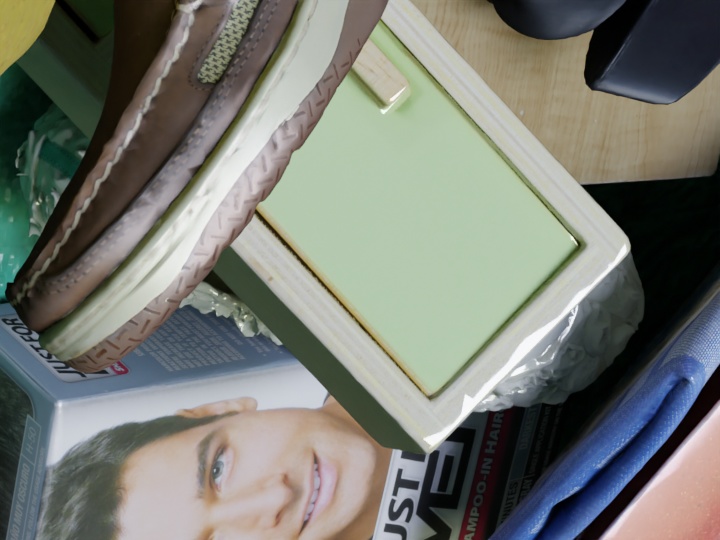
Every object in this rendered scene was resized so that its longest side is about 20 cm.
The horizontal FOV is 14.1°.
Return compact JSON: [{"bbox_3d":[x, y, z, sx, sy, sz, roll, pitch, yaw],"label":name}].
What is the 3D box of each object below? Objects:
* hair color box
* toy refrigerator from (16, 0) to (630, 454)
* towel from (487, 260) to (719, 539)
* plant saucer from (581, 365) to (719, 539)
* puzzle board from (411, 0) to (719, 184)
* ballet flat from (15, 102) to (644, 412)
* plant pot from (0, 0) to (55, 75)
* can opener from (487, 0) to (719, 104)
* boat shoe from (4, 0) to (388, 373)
[{"bbox_3d":[-0.030,0.055,0.886,0.199,0.061,0.099,-8,122,-37],"label":"hair color box"},{"bbox_3d":[-0.030,-0.052,0.730,0.076,0.070,0.200,-44,96,-9],"label":"toy refrigerator"},{"bbox_3d":[0.112,0.015,0.892,0.200,0.024,0.147,-45,174,-43],"label":"towel"},{"bbox_3d":[0.132,0.043,0.949,0.200,0.037,0.200,-48,176,-4],"label":"plant saucer"},{"bbox_3d":[0.065,-0.122,0.817,0.150,0.017,0.201,-5,108,-45],"label":"puzzle board"},{"bbox_3d":[0.000,0.000,0.815,0.199,0.072,0.072,14,108,-23],"label":"ballet flat"},{"bbox_3d":[-0.146,-0.125,0.586,0.200,0.194,0.196,6,112,-54],"label":"plant pot"},{"bbox_3d":[0.089,-0.137,0.736,0.078,0.063,0.201,12,120,-25],"label":"can opener"},{"bbox_3d":[-0.032,-0.075,0.661,0.075,0.075,0.203,35,71,-10],"label":"boat shoe"}]
